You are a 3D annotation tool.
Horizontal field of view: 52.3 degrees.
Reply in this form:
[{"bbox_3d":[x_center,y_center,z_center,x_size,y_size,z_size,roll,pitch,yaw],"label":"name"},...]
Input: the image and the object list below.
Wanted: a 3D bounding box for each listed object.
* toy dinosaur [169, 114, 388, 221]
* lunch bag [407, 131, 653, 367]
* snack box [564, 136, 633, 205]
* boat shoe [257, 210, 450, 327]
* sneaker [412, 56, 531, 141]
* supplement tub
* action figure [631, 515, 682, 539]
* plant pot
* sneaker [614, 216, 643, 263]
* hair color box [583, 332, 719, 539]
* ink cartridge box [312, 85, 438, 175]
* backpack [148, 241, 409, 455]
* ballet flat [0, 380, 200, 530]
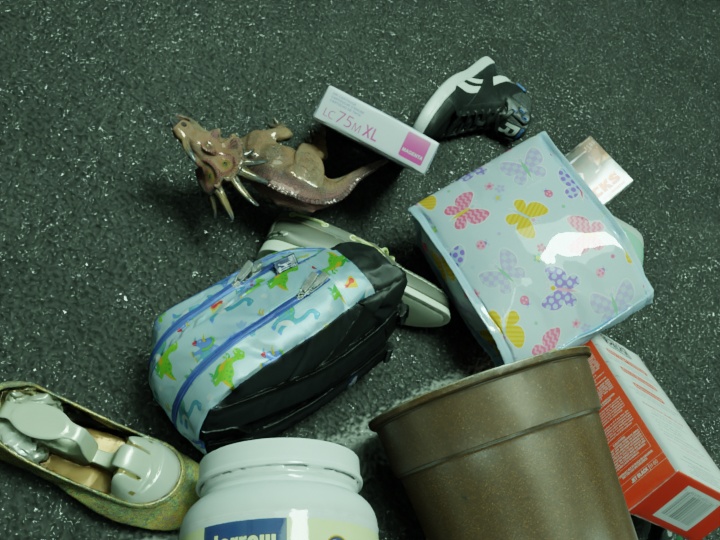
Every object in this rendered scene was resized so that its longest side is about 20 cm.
[{"bbox_3d":[-0.077,-0.090,0.697,0.199,0.086,0.136,12,21,-3],"label":"toy dinosaur"},{"bbox_3d":[0.168,-0.007,0.747,0.169,0.127,0.200,-31,65,-2],"label":"lunch bag"},{"bbox_3d":[0.208,-0.062,0.831,0.200,0.024,0.072,-39,78,-4],"label":"snack box"},{"bbox_3d":[0.001,-0.001,0.733,0.201,0.072,0.060,21,57,-5],"label":"boat shoe"},{"bbox_3d":[0.155,-0.197,0.929,0.112,0.073,0.200,40,50,7],"label":"sneaker"},{"bbox_3d":[-0.056,0.233,0.506,0.144,0.145,0.201,8,56,-19],"label":"supplement tub"},{"bbox_3d":[0.286,0.235,0.719,0.118,0.055,0.200,26,48,-3],"label":"action figure"},{"bbox_3d":[0.130,0.189,0.597,0.199,0.200,0.199,-9,69,-28],"label":"plant pot"},{"bbox_3d":[0.251,-0.031,0.858,0.200,0.074,0.119,25,46,-10],"label":"sneaker"},{"bbox_3d":[0.258,0.145,0.696,0.101,0.061,0.200,29,25,-25],"label":"hair color box"},{"bbox_3d":[0.013,-0.147,0.777,0.119,0.200,0.042,27,96,-5],"label":"ink cartridge box"},{"bbox_3d":[-0.075,0.067,0.613,0.154,0.163,0.200,36,58,13],"label":"backpack"},{"bbox_3d":[-0.199,0.140,0.555,0.199,0.071,0.071,26,52,-7],"label":"ballet flat"}]
